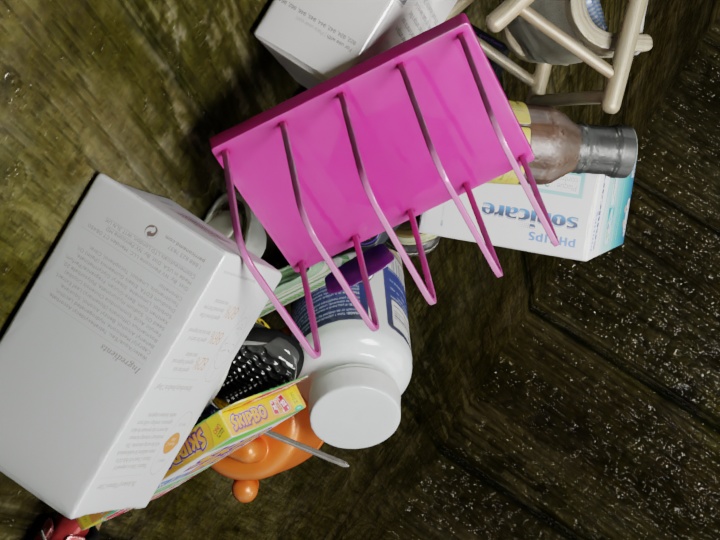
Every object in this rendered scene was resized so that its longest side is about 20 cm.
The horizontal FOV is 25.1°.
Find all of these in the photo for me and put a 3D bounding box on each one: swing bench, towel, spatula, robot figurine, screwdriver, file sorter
[{"bbox_3d":[0.167,-0.239,1.272,0.201,0.129,0.199,-59,-166,-2],"label":"swing bench"},{"bbox_3d":[-0.072,0.015,1.377,0.151,0.024,0.200,-25,177,20],"label":"towel"},{"bbox_3d":[0.000,0.000,1.277,0.056,0.021,0.200,-30,179,1],"label":"spatula"},{"bbox_3d":[-0.093,0.137,1.536,0.116,0.145,0.200,-20,175,15],"label":"robot figurine"},{"bbox_3d":[-0.103,0.121,1.284,0.029,0.198,0.028,-62,179,-13],"label":"screwdriver"},{"bbox_3d":[0.020,-0.049,1.114,0.198,0.126,0.139,-25,133,10],"label":"file sorter"}]

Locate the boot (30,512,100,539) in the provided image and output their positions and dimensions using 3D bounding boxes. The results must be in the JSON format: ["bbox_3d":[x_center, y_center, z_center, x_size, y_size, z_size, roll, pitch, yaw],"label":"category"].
[{"bbox_3d":[-0.273,0.264,1.272,0.145,0.072,0.200,-62,174,17],"label":"boot"}]

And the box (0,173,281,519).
[{"bbox_3d":[-0.162,0.054,1.107,0.201,0.106,0.152,-59,168,1],"label":"box"}]

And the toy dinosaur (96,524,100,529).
[{"bbox_3d":[-0.202,0.149,1.337,0.106,0.061,0.200,-30,159,-13],"label":"toy dinosaur"}]

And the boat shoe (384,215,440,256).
[{"bbox_3d":[0.039,-0.052,1.484,0.200,0.072,0.066,-111,-169,-65],"label":"boat shoe"}]

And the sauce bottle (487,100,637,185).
[{"bbox_3d":[0.111,-0.096,1.222,0.065,0.197,0.066,-175,-90,-77],"label":"sauce bottle"}]

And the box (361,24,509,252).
[{"bbox_3d":[0.029,-0.129,1.393,0.200,0.105,0.123,-46,163,-43],"label":"box"}]

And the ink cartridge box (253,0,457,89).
[{"bbox_3d":[0.019,-0.220,1.199,0.201,0.084,0.145,-58,167,-1],"label":"ink cartridge box"}]

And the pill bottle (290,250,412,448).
[{"bbox_3d":[-0.009,0.062,1.490,0.201,0.110,0.112,-94,-161,-47],"label":"pill bottle"}]

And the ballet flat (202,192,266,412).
[{"bbox_3d":[-0.121,0.019,1.228,0.070,0.069,0.201,106,1,-50],"label":"ballet flat"}]

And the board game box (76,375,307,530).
[{"bbox_3d":[-0.127,0.138,1.236,0.199,0.030,0.095,-37,169,33],"label":"board game box"}]

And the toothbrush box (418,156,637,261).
[{"bbox_3d":[0.147,-0.067,1.382,0.200,0.145,0.086,-17,116,-70],"label":"toothbrush box"}]

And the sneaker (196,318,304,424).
[{"bbox_3d":[-0.096,0.066,1.318,0.200,0.070,0.090,-32,-157,56],"label":"sneaker"}]
